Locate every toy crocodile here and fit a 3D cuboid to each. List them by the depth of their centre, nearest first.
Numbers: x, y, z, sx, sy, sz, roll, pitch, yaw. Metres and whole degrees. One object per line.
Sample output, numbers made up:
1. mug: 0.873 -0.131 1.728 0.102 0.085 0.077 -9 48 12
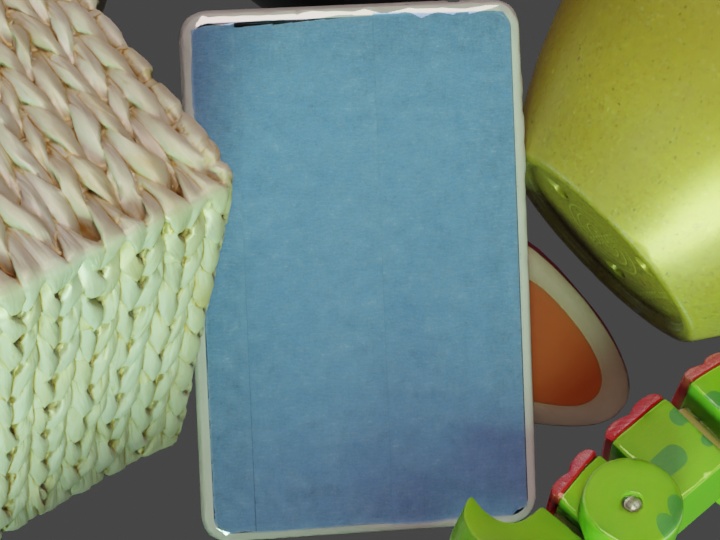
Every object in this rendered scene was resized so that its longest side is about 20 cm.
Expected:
1. toy crocodile: 0.119 0.072 1.135 0.200 0.068 0.062 -34 67 -24

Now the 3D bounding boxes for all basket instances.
1. basket: -0.167 -0.018 1.080 0.161 0.200 0.198 -27 65 -24

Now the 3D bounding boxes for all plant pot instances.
1. plant pot: 0.143 -0.056 1.162 0.142 0.200 0.200 -44 71 -8

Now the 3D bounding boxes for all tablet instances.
1. tablet: 0.000 0.000 1.131 0.130 0.014 0.201 -3 96 -7

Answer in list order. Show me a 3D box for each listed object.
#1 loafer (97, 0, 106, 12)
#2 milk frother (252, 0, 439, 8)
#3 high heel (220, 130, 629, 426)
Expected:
1. loafer: -0.125 -0.193 1.270 0.076 0.068 0.201 2 58 -6
2. milk frother: -0.041 -0.217 1.227 0.188 0.181 0.200 34 9 -25
3. high heel: 0.017 -0.004 1.189 0.200 0.096 0.068 36 91 -9
